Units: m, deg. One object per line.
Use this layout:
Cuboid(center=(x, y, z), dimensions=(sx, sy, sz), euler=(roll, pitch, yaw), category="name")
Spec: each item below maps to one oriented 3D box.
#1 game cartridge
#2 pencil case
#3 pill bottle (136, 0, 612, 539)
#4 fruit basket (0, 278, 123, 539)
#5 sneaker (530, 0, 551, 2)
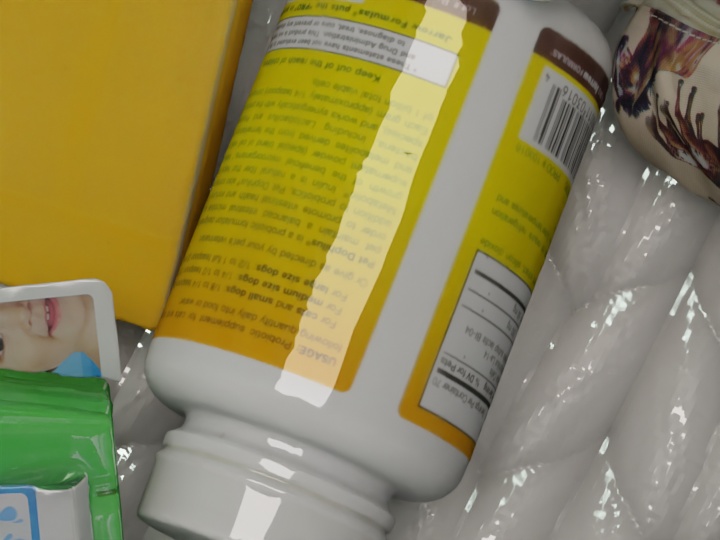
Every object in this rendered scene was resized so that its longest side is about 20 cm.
Cuboid(center=(-0.120, -0.099, 0.946), dimensions=(0.176, 0.032, 0.200), euler=(17, 102, 12), category="game cartridge")
Cuboid(center=(0.150, -0.047, 0.878), dimensions=(0.078, 0.200, 0.090), euler=(-37, 116, -10), category="pencil case")
Cuboid(center=(0.000, 0.000, 0.920), dimensions=(0.109, 0.109, 0.200), euler=(20, 80, 8), category="pill bottle")
Cuboid(center=(-0.168, 0.102, 0.890), dimensions=(0.200, 0.094, 0.186), euler=(-6, 101, -11), category="fruit basket")
Cuboid(center=(0.036, -0.125, 0.863), dimensions=(0.200, 0.075, 0.087), euler=(7, 109, 7), category="sneaker")
